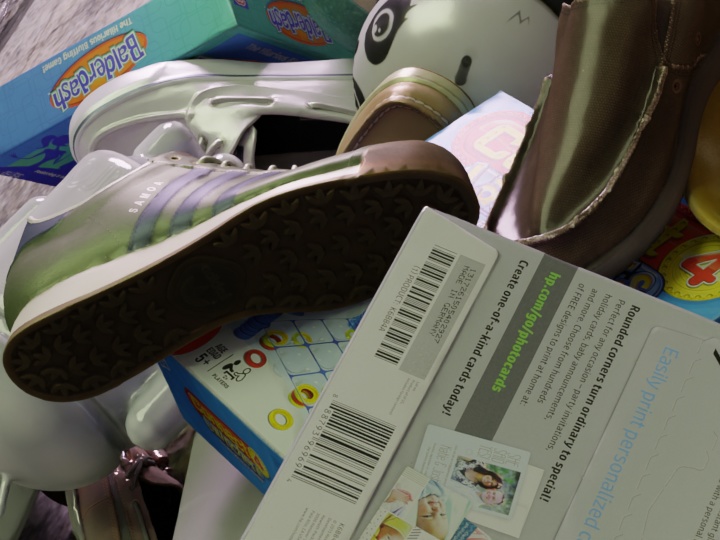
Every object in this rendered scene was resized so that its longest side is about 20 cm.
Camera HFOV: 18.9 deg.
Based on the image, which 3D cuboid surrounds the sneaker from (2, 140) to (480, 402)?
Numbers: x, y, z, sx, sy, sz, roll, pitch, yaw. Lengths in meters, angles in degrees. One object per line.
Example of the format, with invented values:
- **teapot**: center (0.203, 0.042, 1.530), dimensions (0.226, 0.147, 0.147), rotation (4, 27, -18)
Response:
- **sneaker**: center (-0.056, -0.022, 0.879), dimensions (0.199, 0.067, 0.090), rotation (-21, 41, 5)

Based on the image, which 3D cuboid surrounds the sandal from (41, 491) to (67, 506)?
- **sandal**: center (-0.100, 0.041, 1.168), dimensions (0.212, 0.078, 0.070), rotation (-41, 25, 24)

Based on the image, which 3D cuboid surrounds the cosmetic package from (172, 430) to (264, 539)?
- **cosmetic package**: center (-0.021, 0.128, 0.918), dimensions (0.107, 0.090, 0.200), rotation (-29, 28, 29)

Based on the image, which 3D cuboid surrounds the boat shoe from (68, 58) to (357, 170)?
- **boat shoe**: center (-0.067, -0.076, 1.205), dimensions (0.199, 0.074, 0.066), rotation (-9, 38, 5)

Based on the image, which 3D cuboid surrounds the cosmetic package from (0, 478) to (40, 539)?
- **cosmetic package**: center (-0.267, 0.102, 1.148), dimensions (0.167, 0.167, 0.200), rotation (-68, 14, -18)

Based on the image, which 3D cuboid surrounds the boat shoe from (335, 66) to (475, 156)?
- **boat shoe**: center (0.000, 0.000, 1.003), dimensions (0.066, 0.074, 0.201), rotation (-51, -15, -54)

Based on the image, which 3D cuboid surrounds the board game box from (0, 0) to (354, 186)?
- **board game box**: center (-0.117, -0.109, 1.304), dimensions (0.199, 0.152, 0.045), rotation (-26, 72, 26)

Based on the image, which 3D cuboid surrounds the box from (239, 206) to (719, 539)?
- **box**: center (0.079, 0.081, 0.738), dimensions (0.199, 0.041, 0.156), rotation (21, 62, 14)

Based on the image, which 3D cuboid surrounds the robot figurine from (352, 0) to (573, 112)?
- **robot figurine**: center (0.072, -0.122, 1.061), dimensions (0.124, 0.151, 0.200), rotation (-14, 29, 36)

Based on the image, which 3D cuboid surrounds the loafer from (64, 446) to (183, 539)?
- **loafer**: center (-0.107, 0.134, 1.069), dimensions (0.063, 0.072, 0.201), rotation (-22, 37, 11)

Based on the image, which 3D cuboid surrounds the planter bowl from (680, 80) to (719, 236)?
- **planter bowl**: center (0.224, -0.062, 0.817), dimensions (0.200, 0.083, 0.201), rotation (-35, 29, 22)

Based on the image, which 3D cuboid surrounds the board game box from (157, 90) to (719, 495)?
- **board game box**: center (0.044, 0.030, 0.871), dimensions (0.195, 0.056, 0.200), rotation (-34, 38, -17)

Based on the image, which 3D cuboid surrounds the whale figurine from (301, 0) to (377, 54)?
- **whale figurine**: center (0.042, -0.188, 1.222), dimensions (0.200, 0.159, 0.104), rotation (-39, -11, -42)

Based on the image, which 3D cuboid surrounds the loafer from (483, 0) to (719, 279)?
- **loafer**: center (0.094, -0.075, 0.847), dimensions (0.073, 0.071, 0.201), rotation (-5, 47, 46)

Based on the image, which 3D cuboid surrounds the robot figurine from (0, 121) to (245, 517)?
- **robot figurine**: center (-0.128, 0.023, 1.036), dimensions (0.169, 0.113, 0.200), rotation (29, 72, 40)
